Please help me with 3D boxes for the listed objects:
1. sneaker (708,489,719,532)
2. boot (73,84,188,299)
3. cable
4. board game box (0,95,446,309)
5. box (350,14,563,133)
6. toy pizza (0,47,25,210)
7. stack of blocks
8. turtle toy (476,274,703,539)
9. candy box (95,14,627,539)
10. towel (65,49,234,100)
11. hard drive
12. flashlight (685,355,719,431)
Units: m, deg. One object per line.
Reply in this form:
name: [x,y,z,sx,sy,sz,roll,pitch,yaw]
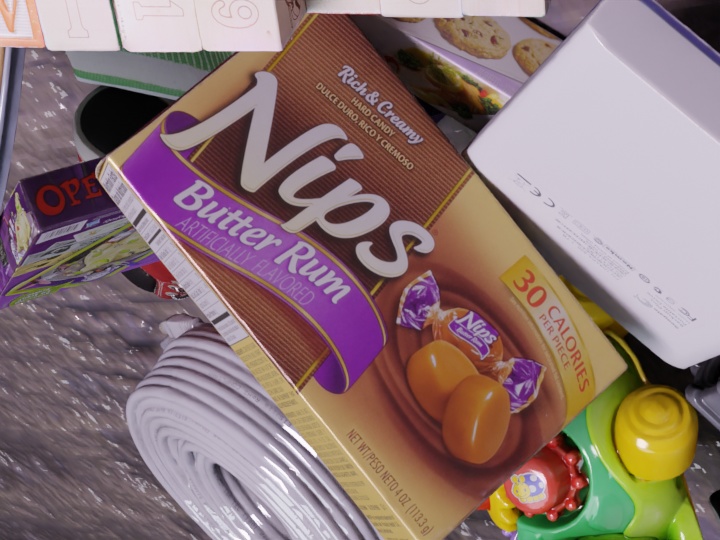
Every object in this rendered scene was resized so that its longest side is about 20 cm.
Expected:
sneaker: [0.218,0.156,0.867,0.080,0.074,0.200,53,177,-21]
boot: [-0.071,-0.002,1.018,0.200,0.072,0.145,38,155,19]
cable: [-0.042,0.117,1.034,0.201,0.069,0.200,53,157,-15]
board game box: [-0.070,-0.036,0.845,0.033,0.199,0.120,65,153,13]
box: [0.012,-0.111,0.787,0.199,0.042,0.039,33,154,8]
toy pizza: [-0.179,-0.099,0.834,0.031,0.202,0.200,5,160,-20]
stack of blocks: [-0.030,-0.127,0.647,0.198,0.115,0.059,3,125,14]
turtle toy: [0.102,0.101,0.878,0.146,0.100,0.201,81,171,-54]
candy box: [0.000,0.000,0.756,0.200,0.116,0.056,52,166,-4]
towel: [-0.123,-0.157,0.888,0.152,0.023,0.201,15,146,36]
hard drive: [0.110,-0.025,0.692,0.132,0.025,0.200,39,165,-1]
flashlight: [0.236,0.095,0.826,0.200,0.068,0.068,41,149,-8]
